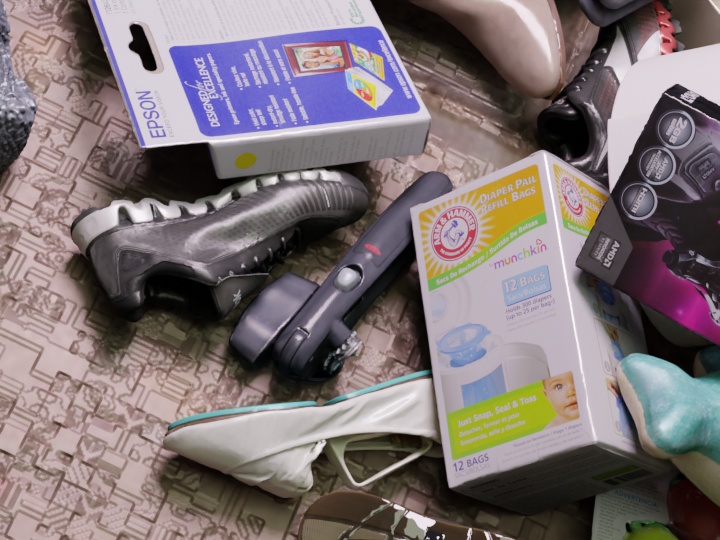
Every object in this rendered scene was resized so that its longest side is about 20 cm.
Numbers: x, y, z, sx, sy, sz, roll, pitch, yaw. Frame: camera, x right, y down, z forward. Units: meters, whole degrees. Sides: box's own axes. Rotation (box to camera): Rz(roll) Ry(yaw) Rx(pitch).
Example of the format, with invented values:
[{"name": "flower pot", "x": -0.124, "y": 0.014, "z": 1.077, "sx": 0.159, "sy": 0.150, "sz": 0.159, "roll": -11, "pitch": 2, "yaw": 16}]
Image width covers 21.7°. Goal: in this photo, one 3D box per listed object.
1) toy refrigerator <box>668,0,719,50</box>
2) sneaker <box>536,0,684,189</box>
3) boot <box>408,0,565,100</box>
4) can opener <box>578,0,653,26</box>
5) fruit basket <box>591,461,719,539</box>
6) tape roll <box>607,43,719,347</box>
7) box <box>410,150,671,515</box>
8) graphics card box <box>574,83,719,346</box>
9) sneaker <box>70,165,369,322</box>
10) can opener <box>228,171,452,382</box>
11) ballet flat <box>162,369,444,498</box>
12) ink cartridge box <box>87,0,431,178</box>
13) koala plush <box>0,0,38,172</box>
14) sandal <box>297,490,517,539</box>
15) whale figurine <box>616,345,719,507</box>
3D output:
[{"name": "toy refrigerator", "x": 0.258, "y": -0.233, "z": 1.436, "sx": 0.076, "sy": 0.070, "sz": 0.200, "roll": -30, "pitch": 76, "yaw": -26}, {"name": "sneaker", "x": 0.179, "y": -0.127, "z": 1.360, "sx": 0.097, "sy": 0.071, "sz": 0.201, "roll": 14, "pitch": 63, "yaw": -12}, {"name": "boot", "x": 0.053, "y": -0.207, "z": 1.341, "sx": 0.146, "sy": 0.070, "sz": 0.201, "roll": 9, "pitch": 41, "yaw": -36}, {"name": "can opener", "x": 0.250, "y": -0.225, "z": 1.363, "sx": 0.199, "sy": 0.053, "sz": 0.067, "roll": -24, "pitch": 74, "yaw": -22}, {"name": "fruit basket", "x": 0.232, "y": 0.195, "z": 1.227, "sx": 0.184, "sy": 0.094, "sz": 0.201, "roll": 18, "pitch": 46, "yaw": -8}, {"name": "tape roll", "x": 0.270, "y": -0.055, "z": 1.259, "sx": 0.202, "sy": 0.139, "sz": 0.204, "roll": 20, "pitch": 66, "yaw": -56}, {"name": "box", "x": 0.114, "y": 0.042, "z": 1.217, "sx": 0.101, "sy": 0.112, "sz": 0.201, "roll": 24, "pitch": 52, "yaw": -50}, {"name": "graphics card box", "x": 0.245, "y": -0.012, "z": 1.133, "sx": 0.199, "sy": 0.126, "sz": 0.051, "roll": 31, "pitch": 21, "yaw": 12}, {"name": "sneaker", "x": -0.083, "y": -0.010, "z": 1.226, "sx": 0.199, "sy": 0.067, "sz": 0.091, "roll": -11, "pitch": 63, "yaw": -17}, {"name": "can opener", "x": 0.000, "y": 0.000, "z": 1.250, "sx": 0.079, "sy": 0.063, "sz": 0.200, "roll": 42, "pitch": 61, "yaw": 6}, {"name": "ballet flat", "x": -0.024, "y": 0.110, "z": 1.193, "sx": 0.199, "sy": 0.069, "sz": 0.070, "roll": -9, "pitch": 68, "yaw": -24}, {"name": "ink cartridge box", "x": -0.077, "y": -0.143, "z": 1.274, "sx": 0.199, "sy": 0.047, "sz": 0.198, "roll": -8, "pitch": 48, "yaw": -17}, {"name": "koala plush", "x": -0.285, "y": -0.186, "z": 1.175, "sx": 0.176, "sy": 0.200, "sz": 0.185, "roll": 4, "pitch": 64, "yaw": -14}, {"name": "sandal", "x": 0.054, "y": 0.200, "z": 1.173, "sx": 0.199, "sy": 0.055, "sz": 0.082, "roll": 19, "pitch": 68, "yaw": 15}, {"name": "whale figurine", "x": 0.253, "y": 0.097, "z": 1.173, "sx": 0.199, "sy": 0.104, "sz": 0.160, "roll": 24, "pitch": 34, "yaw": -31}]
